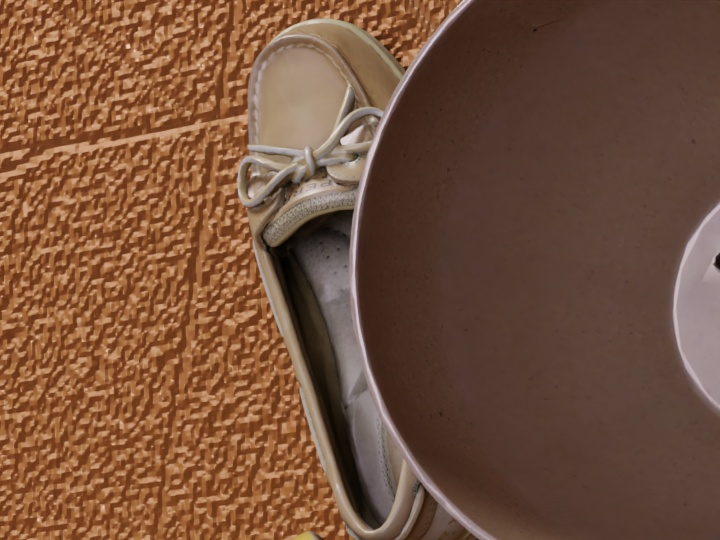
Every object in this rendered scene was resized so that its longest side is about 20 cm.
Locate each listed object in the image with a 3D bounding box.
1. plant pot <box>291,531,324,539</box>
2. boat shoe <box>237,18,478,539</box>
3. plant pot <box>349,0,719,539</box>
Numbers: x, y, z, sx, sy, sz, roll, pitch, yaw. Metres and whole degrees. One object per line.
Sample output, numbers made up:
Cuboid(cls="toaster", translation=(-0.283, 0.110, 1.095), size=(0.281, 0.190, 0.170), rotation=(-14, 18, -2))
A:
Cuboid(cls="plant pot", translation=(-0.037, 0.193, 0.806), size=(0.189, 0.201, 0.201), rotation=(-46, 63, -3))
Cuboid(cls="boat shoe", translation=(-0.002, 0.002, 0.880), size=(0.073, 0.063, 0.201), rotation=(-19, 73, 25))
Cuboid(cls="plant pot", translation=(0.115, 0.002, 0.775), size=(0.200, 0.134, 0.200), rotation=(-5, 79, 27))
